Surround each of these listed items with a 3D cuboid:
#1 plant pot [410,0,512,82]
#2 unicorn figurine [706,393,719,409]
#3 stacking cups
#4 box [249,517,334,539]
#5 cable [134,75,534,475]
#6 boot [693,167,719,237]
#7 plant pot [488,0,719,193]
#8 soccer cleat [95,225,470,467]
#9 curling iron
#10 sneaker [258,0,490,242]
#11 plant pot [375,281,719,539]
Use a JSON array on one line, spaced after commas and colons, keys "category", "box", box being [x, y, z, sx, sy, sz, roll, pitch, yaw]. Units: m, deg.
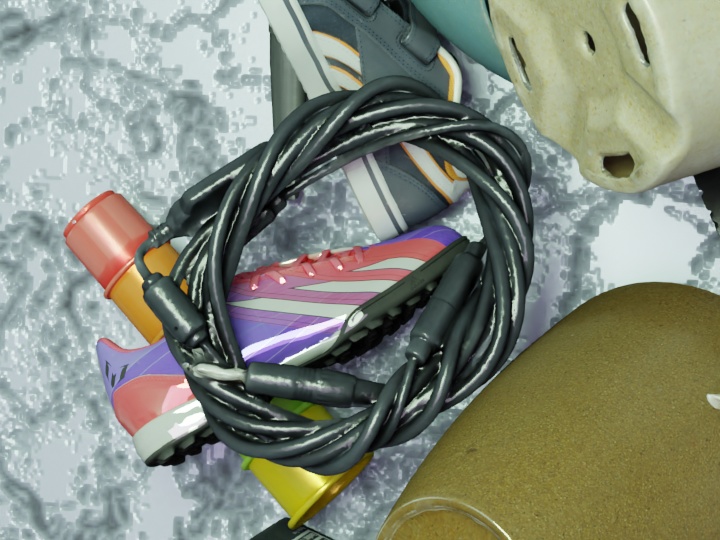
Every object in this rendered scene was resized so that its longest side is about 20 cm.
[{"category": "plant pot", "box": [0.078, -0.192, 1.075, 0.134, 0.199, 0.202, 21, 99, 44]}, {"category": "unicorn figurine", "box": [0.237, 0.094, 0.998, 0.074, 0.199, 0.138, -48, 64, 41]}, {"category": "stacking cups", "box": [-0.081, 0.045, 1.178, 0.200, 0.060, 0.061, 46, 101, 11]}, {"category": "box", "box": [0.007, 0.227, 1.090, 0.197, 0.200, 0.124, 22, 97, 11]}, {"category": "cable", "box": [0.000, 0.000, 1.063, 0.199, 0.051, 0.164, -30, 72, -2]}, {"category": "boot", "box": [0.272, 0.004, 1.081, 0.157, 0.079, 0.213, -26, 87, 12]}, {"category": "plant pot", "box": [0.163, -0.128, 0.969, 0.182, 0.200, 0.202, -24, 87, -22]}, {"category": "soccer cleat", "box": [-0.038, 0.021, 1.120, 0.199, 0.068, 0.074, -31, 80, -6]}, {"category": "curling iron", "box": [-0.034, -0.137, 1.163, 0.025, 0.050, 0.202, 2, 99, 13]}, {"category": "sneaker", "box": [0.001, -0.114, 1.116, 0.079, 0.079, 0.201, -26, 119, 4]}, {"category": "plant pot", "box": [0.098, 0.120, 1.034, 0.185, 0.199, 0.188, 13, 112, 36]}]
